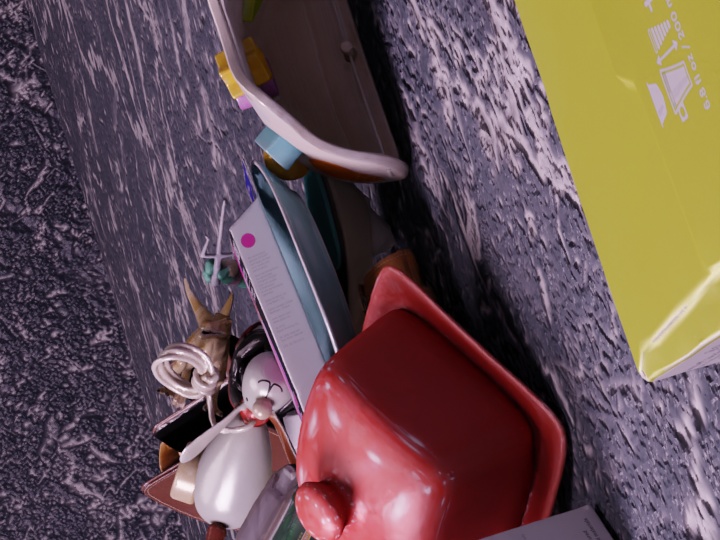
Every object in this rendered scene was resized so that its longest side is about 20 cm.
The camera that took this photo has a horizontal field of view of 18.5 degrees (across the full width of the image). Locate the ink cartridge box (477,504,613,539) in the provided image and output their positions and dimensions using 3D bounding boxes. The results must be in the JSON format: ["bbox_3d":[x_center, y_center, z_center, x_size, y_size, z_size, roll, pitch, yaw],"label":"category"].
[{"bbox_3d":[0.074,0.252,1.393,0.084,0.198,0.146,-122,20,-52],"label":"ink cartridge box"}]

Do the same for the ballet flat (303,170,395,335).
[{"bbox_3d":[0.000,0.000,1.731,0.069,0.069,0.202,-149,50,-72],"label":"ballet flat"}]

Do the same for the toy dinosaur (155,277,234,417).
[{"bbox_3d":[-0.126,0.064,1.844,0.200,0.058,0.102,-149,79,-78],"label":"toy dinosaur"}]

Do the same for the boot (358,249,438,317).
[{"bbox_3d":[0.029,0.084,1.649,0.156,0.076,0.200,65,160,14],"label":"boot"}]

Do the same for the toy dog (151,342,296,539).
[{"bbox_3d":[-0.101,0.156,1.758,0.201,0.131,0.097,81,-164,-47],"label":"toy dog"}]

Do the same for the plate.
[{"bbox_3d":[-0.036,0.008,1.651,0.200,0.025,0.202,159,90,-83],"label":"plate"}]

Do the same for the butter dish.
[{"bbox_3d":[0.021,0.137,1.493,0.199,0.147,0.201,43,140,32],"label":"butter dish"}]

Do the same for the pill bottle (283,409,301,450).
[{"bbox_3d":[0.006,0.204,1.834,0.114,0.113,0.202,170,85,-77],"label":"pill bottle"}]

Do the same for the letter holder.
[{"bbox_3d":[-0.114,0.156,2.042,0.200,0.142,0.101,30,-148,-55],"label":"letter holder"}]

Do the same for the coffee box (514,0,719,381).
[{"bbox_3d":[0.158,-0.106,0.602,0.200,0.196,0.201,126,127,-74],"label":"coffee box"}]

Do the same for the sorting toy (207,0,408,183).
[{"bbox_3d":[-0.061,-0.156,1.581,0.180,0.106,0.202,24,-134,-73],"label":"sorting toy"}]

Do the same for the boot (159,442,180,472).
[{"bbox_3d":[-0.156,0.201,2.470,0.201,0.143,0.071,112,141,-70],"label":"boot"}]

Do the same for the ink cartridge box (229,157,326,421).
[{"bbox_3d":[-0.062,0.021,1.656,0.095,0.037,0.202,95,155,-80],"label":"ink cartridge box"}]

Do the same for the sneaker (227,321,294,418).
[{"bbox_3d":[-0.076,0.083,1.829,0.071,0.098,0.201,37,146,-2],"label":"sneaker"}]

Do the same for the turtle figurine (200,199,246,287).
[{"bbox_3d":[-0.048,0.020,1.896,0.149,0.101,0.201,14,130,34],"label":"turtle figurine"}]

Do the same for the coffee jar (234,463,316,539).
[{"bbox_3d":[0.004,0.238,1.693,0.105,0.199,0.085,-61,18,-3],"label":"coffee jar"}]
